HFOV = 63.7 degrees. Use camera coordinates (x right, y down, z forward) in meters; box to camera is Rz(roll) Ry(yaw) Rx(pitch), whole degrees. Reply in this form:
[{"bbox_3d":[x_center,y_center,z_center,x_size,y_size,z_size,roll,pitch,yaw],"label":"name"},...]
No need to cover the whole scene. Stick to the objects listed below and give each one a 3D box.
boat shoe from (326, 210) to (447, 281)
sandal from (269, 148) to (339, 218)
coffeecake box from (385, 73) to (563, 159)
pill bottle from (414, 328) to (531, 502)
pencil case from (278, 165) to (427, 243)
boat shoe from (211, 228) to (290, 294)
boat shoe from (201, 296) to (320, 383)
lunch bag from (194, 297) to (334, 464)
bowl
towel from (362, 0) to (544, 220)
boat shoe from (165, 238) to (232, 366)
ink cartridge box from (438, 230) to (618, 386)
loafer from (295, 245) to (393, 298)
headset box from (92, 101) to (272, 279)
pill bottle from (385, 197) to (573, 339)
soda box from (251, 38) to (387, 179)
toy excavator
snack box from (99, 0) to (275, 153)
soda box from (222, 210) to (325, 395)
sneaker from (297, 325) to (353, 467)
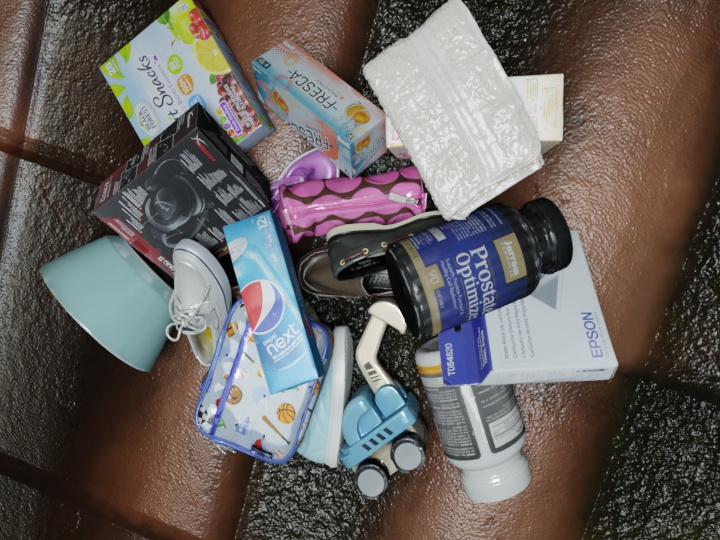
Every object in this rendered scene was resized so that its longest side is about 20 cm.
[{"bbox_3d":[0.056,-0.029,0.734,0.195,0.074,0.065,-10,66,-4],"label":"boat shoe"},{"bbox_3d":[-0.109,-0.090,0.814,0.201,0.050,0.083,-40,89,12],"label":"sandal"},{"bbox_3d":[0.134,-0.182,0.711,0.193,0.153,0.076,0,96,10],"label":"coffeecake box"},{"bbox_3d":[0.152,0.186,0.765,0.113,0.116,0.206,-17,93,11],"label":"pill bottle"},{"bbox_3d":[-0.011,-0.086,0.755,0.193,0.094,0.093,-10,114,-3],"label":"pencil case"},{"bbox_3d":[-0.184,-0.003,0.809,0.198,0.071,0.071,-33,109,25],"label":"boat shoe"},{"bbox_3d":[-0.139,0.123,0.835,0.198,0.072,0.077,-38,100,11],"label":"boat shoe"},{"bbox_3d":[-0.130,0.144,0.764,0.156,0.076,0.205,21,89,3],"label":"lunch bag"},{"bbox_3d":[-0.326,0.030,0.807,0.105,0.201,0.201,-43,88,-8],"label":"bowl"},{"bbox_3d":[0.100,-0.168,0.623,0.131,0.034,0.203,-31,91,11],"label":"towel"},{"bbox_3d":[-0.220,0.057,0.767,0.073,0.087,0.205,18,138,15],"label":"boat shoe"},{"bbox_3d":[0.189,0.040,0.713,0.193,0.041,0.204,-4,53,4],"label":"ink cartridge box"},{"bbox_3d":[0.000,0.000,0.794,0.193,0.071,0.076,-3,95,10],"label":"loafer"},{"bbox_3d":[-0.237,-0.093,0.768,0.197,0.078,0.149,-33,128,14],"label":"headset box"},{"bbox_3d":[0.134,-0.009,0.661,0.195,0.112,0.115,-21,93,-7],"label":"pill bottle"},{"bbox_3d":[-0.053,-0.210,0.744,0.068,0.064,0.199,-38,65,-20],"label":"soda box"},{"bbox_3d":[0.025,0.169,0.791,0.193,0.100,0.202,-38,90,12],"label":"toy excavator"},{"bbox_3d":[-0.240,-0.239,0.813,0.166,0.068,0.204,-30,89,12],"label":"snack box"},{"bbox_3d":[-0.103,0.038,0.699,0.062,0.068,0.206,-18,84,2],"label":"soda box"},{"bbox_3d":[-0.057,0.177,0.822,0.079,0.074,0.207,7,95,6],"label":"sneaker"}]
